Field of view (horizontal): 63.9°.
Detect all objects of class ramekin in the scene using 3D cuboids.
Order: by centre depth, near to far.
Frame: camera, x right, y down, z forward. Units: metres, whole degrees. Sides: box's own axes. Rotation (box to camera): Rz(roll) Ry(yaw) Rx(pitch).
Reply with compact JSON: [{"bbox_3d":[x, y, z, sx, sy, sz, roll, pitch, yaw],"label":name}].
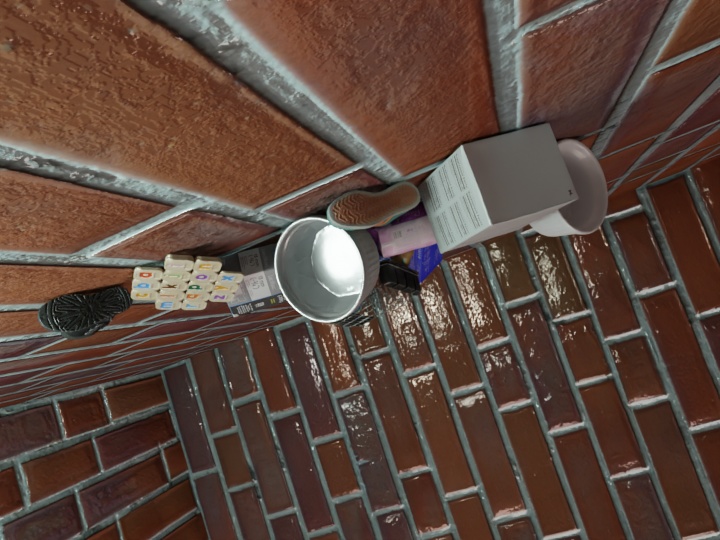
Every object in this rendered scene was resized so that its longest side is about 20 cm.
[{"bbox_3d":[-0.057,-0.012,1.109,0.199,0.202,0.105,-23,-178,30],"label":"ramekin"},{"bbox_3d":[0.427,-0.169,1.234,0.199,0.203,0.097,-15,179,-35],"label":"ramekin"}]

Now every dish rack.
[{"bbox_3d":[0.021,0.059,1.225,0.199,0.055,0.153,-32,151,25],"label":"dish rack"}]

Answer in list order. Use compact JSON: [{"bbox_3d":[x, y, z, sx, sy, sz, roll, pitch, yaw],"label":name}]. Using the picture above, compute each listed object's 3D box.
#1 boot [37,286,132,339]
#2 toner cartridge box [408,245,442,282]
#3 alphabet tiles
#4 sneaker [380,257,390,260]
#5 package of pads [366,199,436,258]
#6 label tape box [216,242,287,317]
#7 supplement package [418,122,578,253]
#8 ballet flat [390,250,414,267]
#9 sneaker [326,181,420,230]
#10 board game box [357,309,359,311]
[{"bbox_3d":[-0.547,0.092,1.112,0.164,0.067,0.199,-12,175,-41],"label":"boot"},{"bbox_3d":[0.166,-0.057,1.441,0.095,0.043,0.201,-45,157,-21],"label":"toner cartridge box"},{"bbox_3d":[-0.325,0.026,1.085,0.193,0.015,0.200,2,151,-25],"label":"alphabet tiles"},{"bbox_3d":[0.037,-0.010,1.462,0.198,0.113,0.077,-8,156,35],"label":"sneaker"},{"bbox_3d":[0.108,-0.098,1.191,0.198,0.077,0.121,-17,-151,-13],"label":"package of pads"},{"bbox_3d":[-0.190,0.013,1.207,0.197,0.064,0.145,-16,149,-7],"label":"label tape box"},{"bbox_3d":[0.243,-0.145,1.062,0.189,0.149,0.200,-17,173,-20],"label":"supplement package"},{"bbox_3d":[0.080,-0.062,1.289,0.068,0.064,0.201,3,-154,-1],"label":"ballet flat"},{"bbox_3d":[0.016,-0.106,1.055,0.198,0.072,0.080,-17,169,-33],"label":"sneaker"},{"bbox_3d":[0.000,0.000,1.350,0.044,0.202,0.152,19,-174,9],"label":"board game box"}]
